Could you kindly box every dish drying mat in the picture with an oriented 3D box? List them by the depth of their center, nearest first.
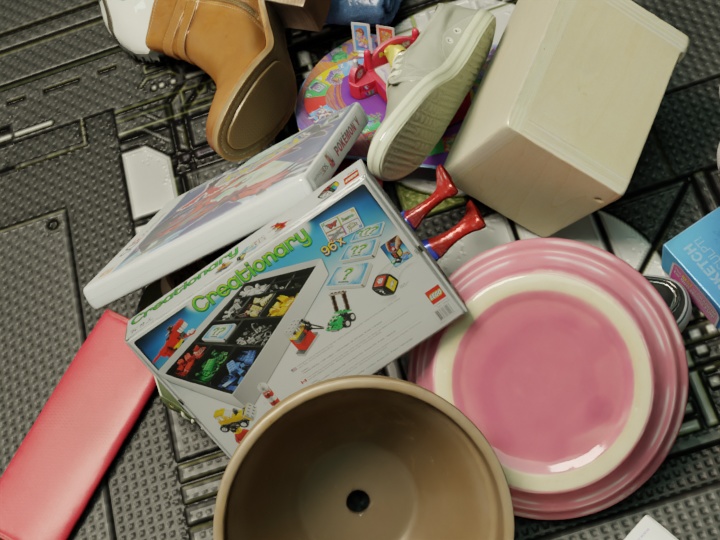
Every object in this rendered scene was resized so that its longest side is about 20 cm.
[{"bbox_3d":[-0.224,0.130,0.965,0.076,0.018,0.201,21,69,20],"label":"dish drying mat"}]

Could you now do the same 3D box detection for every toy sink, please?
[{"bbox_3d":[0.166,-0.146,0.934,0.112,0.130,0.201,28,70,-11],"label":"toy sink"}]

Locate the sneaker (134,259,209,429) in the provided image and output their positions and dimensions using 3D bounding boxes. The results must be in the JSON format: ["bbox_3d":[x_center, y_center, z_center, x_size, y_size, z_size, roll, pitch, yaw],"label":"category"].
[{"bbox_3d":[-0.109,0.091,0.936,0.090,0.067,0.201,-41,79,36],"label":"sneaker"}]

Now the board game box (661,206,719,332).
[{"bbox_3d":[0.342,0.019,0.879,0.153,0.040,0.200,-34,62,-5],"label":"board game box"}]

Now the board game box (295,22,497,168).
[{"bbox_3d":[0.039,-0.159,1.016,0.199,0.039,0.159,8,51,18],"label":"board game box"}]

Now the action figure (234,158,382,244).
[{"bbox_3d":[-0.052,-0.049,1.001,0.199,0.052,0.066,-26,56,-4],"label":"action figure"}]

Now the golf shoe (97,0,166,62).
[{"bbox_3d":[-0.225,-0.282,1.130,0.077,0.095,0.200,-29,63,-4],"label":"golf shoe"}]

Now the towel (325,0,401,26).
[{"bbox_3d":[-0.053,-0.279,1.108,0.199,0.049,0.112,10,63,19],"label":"towel"}]

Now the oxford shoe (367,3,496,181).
[{"bbox_3d":[0.045,-0.141,0.936,0.057,0.075,0.200,22,52,13],"label":"oxford shoe"}]

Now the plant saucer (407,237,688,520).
[{"bbox_3d":[0.129,0.077,0.849,0.199,0.051,0.202,0,89,13],"label":"plant saucer"}]

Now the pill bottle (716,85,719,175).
[{"bbox_3d":[0.312,-0.054,0.836,0.110,0.111,0.201,-10,62,8],"label":"pill bottle"}]

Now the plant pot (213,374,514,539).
[{"bbox_3d":[0.001,0.168,0.831,0.200,0.093,0.202,0,93,-2],"label":"plant pot"}]

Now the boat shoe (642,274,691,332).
[{"bbox_3d":[0.147,0.031,0.903,0.199,0.066,0.070,-5,63,10],"label":"boat shoe"}]

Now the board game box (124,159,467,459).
[{"bbox_3d":[-0.043,0.032,0.825,0.199,0.126,0.035,-34,24,9],"label":"board game box"}]

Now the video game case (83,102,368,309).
[{"bbox_3d":[-0.098,-0.053,0.922,0.199,0.023,0.182,-25,17,22],"label":"video game case"}]

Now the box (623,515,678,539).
[{"bbox_3d":[0.155,0.270,0.755,0.200,0.113,0.101,-44,63,-12],"label":"box"}]

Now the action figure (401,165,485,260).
[{"bbox_3d":[0.000,0.000,0.937,0.200,0.065,0.052,-37,32,12],"label":"action figure"}]

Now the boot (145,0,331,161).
[{"bbox_3d":[-0.127,-0.189,1.032,0.155,0.077,0.201,12,72,26],"label":"boot"}]
